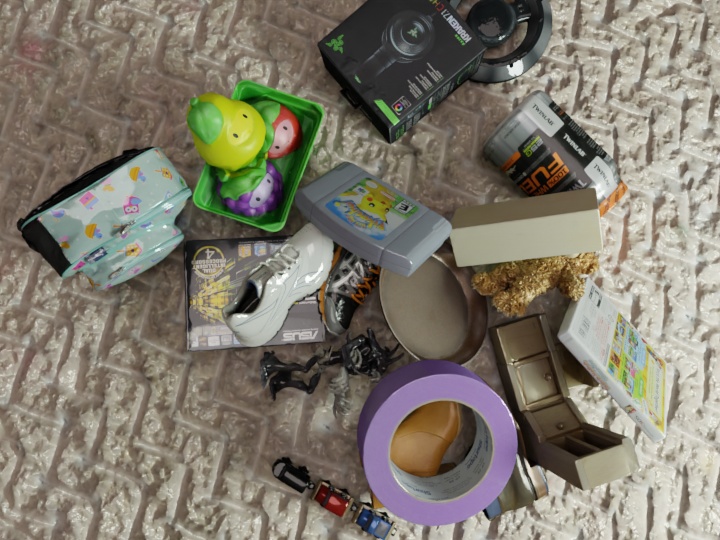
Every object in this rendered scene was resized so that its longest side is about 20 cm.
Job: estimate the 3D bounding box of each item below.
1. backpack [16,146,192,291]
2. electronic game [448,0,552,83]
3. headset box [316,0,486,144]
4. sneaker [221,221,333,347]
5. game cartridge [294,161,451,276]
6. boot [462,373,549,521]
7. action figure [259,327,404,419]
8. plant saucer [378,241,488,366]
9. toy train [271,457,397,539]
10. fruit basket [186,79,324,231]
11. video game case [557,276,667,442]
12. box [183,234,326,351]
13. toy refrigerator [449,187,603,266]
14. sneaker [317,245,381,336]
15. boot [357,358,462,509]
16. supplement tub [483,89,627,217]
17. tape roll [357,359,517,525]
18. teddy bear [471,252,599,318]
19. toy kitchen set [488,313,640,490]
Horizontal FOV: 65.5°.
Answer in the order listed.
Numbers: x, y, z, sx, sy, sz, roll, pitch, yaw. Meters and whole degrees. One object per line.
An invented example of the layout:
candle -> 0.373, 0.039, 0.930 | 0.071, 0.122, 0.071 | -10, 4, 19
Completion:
backpack -> -0.324, -0.073, 0.765 | 0.200, 0.176, 0.153 | -43, 103, -8
electronic game -> 0.213, -0.406, 0.917 | 0.199, 0.042, 0.201 | 0, 87, 2
headset box -> 0.056, -0.322, 0.857 | 0.200, 0.093, 0.174 | -39, 86, 2
sneaker -> -0.107, 0.011, 0.755 | 0.074, 0.087, 0.200 | 30, 76, 24
game cartridge -> 0.013, -0.075, 0.777 | 0.200, 0.041, 0.133 | 33, 49, 17
boot -> 0.181, 0.254, 0.799 | 0.097, 0.075, 0.201 | -28, 86, -11
action figure -> -0.033, 0.146, 0.782 | 0.199, 0.119, 0.102 | -8, 48, 1
plant saucer -> 0.102, 0.046, 0.809 | 0.200, 0.032, 0.201 | 14, 63, -29
toy train -> -0.036, 0.322, 0.787 | 0.199, 0.046, 0.034 | 29, 80, 1
fruit basket -> -0.151, -0.169, 0.777 | 0.155, 0.216, 0.216 | 18, 80, -1
video game case -> 0.362, 0.114, 0.791 | 0.182, 0.200, 0.023 | 48, 124, 4
box -> -0.154, 0.032, 0.822 | 0.199, 0.049, 0.162 | -2, 83, -6
toy refrigerator -> 0.235, -0.058, 0.799 | 0.199, 0.076, 0.070 | -7, 117, 23
sneaker -> 0.000, 0.000, 0.813 | 0.077, 0.078, 0.201 | 14, 80, 25
boot -> 0.067, 0.231, 0.792 | 0.143, 0.071, 0.202 | -4, 88, -11
supplement tub -> 0.294, -0.162, 0.846 | 0.123, 0.123, 0.200 | -44, 86, -9
tape roll -> 0.097, 0.222, 0.729 | 0.199, 0.066, 0.201 | -1, 98, -7
teddy bear -> 0.260, -0.003, 0.826 | 0.199, 0.145, 0.067 | -17, 124, -2
toy kitchen set -> 0.304, 0.154, 0.768 | 0.163, 0.180, 0.201 | -16, 87, -7
